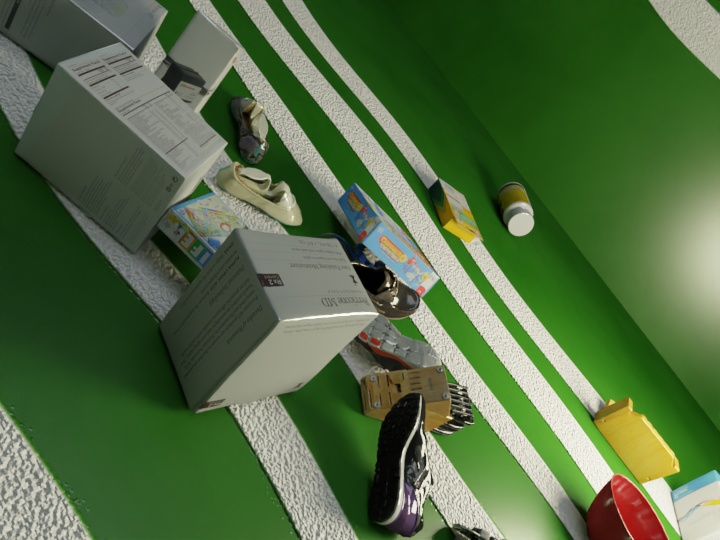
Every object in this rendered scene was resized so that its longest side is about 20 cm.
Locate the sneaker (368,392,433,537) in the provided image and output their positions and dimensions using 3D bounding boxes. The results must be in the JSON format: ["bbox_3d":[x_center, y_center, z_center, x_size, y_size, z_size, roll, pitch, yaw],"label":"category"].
[{"bbox_3d":[0.072,0.289,0.896,0.087,0.075,0.204,39,51,-28],"label":"sneaker"}]

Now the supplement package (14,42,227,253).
[{"bbox_3d":[-0.321,-0.170,0.822,0.199,0.151,0.152,41,29,-12],"label":"supplement package"}]

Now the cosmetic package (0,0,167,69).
[{"bbox_3d":[-0.447,-0.414,0.970,0.198,0.122,0.202,36,31,-24],"label":"cosmetic package"}]

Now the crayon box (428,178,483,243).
[{"bbox_3d":[0.282,-0.168,1.780,0.124,0.051,0.204,26,35,-36],"label":"crayon box"}]

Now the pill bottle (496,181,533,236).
[{"bbox_3d":[0.570,-0.225,2.193,0.113,0.114,0.203,34,31,-23],"label":"pill bottle"}]

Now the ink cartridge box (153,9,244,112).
[{"bbox_3d":[-0.277,-0.300,0.952,0.083,0.201,0.146,37,9,-19],"label":"ink cartridge box"}]

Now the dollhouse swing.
[{"bbox_3d":[0.769,0.436,1.640,0.174,0.182,0.202,-30,78,-40],"label":"dollhouse swing"}]

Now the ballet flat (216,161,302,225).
[{"bbox_3d":[-0.170,-0.142,1.095,0.197,0.069,0.071,23,37,-40],"label":"ballet flat"}]

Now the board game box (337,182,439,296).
[{"bbox_3d":[0.056,-0.066,1.252,0.199,0.056,0.197,41,11,-33],"label":"board game box"}]

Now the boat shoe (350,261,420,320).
[{"bbox_3d":[0.035,0.037,1.085,0.195,0.073,0.077,16,62,-28],"label":"boat shoe"}]

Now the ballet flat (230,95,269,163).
[{"bbox_3d":[-0.218,-0.305,1.218,0.071,0.072,0.204,21,39,-39],"label":"ballet flat"}]

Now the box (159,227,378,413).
[{"bbox_3d":[-0.118,0.065,0.778,0.196,0.200,0.133,1,51,-53],"label":"box"}]

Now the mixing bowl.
[{"bbox_3d":[0.540,0.541,1.235,0.198,0.108,0.203,34,32,-25],"label":"mixing bowl"}]

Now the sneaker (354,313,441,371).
[{"bbox_3d":[0.044,0.145,1.060,0.196,0.083,0.077,31,42,13],"label":"sneaker"}]

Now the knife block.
[{"bbox_3d":[0.101,0.239,1.036,0.178,0.193,0.066,85,-2,-52],"label":"knife block"}]

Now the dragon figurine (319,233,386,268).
[{"bbox_3d":[0.000,0.000,1.170,0.200,0.059,0.100,44,28,-13],"label":"dragon figurine"}]

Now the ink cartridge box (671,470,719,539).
[{"bbox_3d":[0.962,0.689,1.616,0.147,0.146,0.200,46,28,-4],"label":"ink cartridge box"}]

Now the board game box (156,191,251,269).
[{"bbox_3d":[-0.211,-0.047,0.894,0.134,0.034,0.200,45,11,-7],"label":"board game box"}]

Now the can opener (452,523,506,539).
[{"bbox_3d":[0.217,0.464,0.950,0.198,0.053,0.068,39,62,-19],"label":"can opener"}]
